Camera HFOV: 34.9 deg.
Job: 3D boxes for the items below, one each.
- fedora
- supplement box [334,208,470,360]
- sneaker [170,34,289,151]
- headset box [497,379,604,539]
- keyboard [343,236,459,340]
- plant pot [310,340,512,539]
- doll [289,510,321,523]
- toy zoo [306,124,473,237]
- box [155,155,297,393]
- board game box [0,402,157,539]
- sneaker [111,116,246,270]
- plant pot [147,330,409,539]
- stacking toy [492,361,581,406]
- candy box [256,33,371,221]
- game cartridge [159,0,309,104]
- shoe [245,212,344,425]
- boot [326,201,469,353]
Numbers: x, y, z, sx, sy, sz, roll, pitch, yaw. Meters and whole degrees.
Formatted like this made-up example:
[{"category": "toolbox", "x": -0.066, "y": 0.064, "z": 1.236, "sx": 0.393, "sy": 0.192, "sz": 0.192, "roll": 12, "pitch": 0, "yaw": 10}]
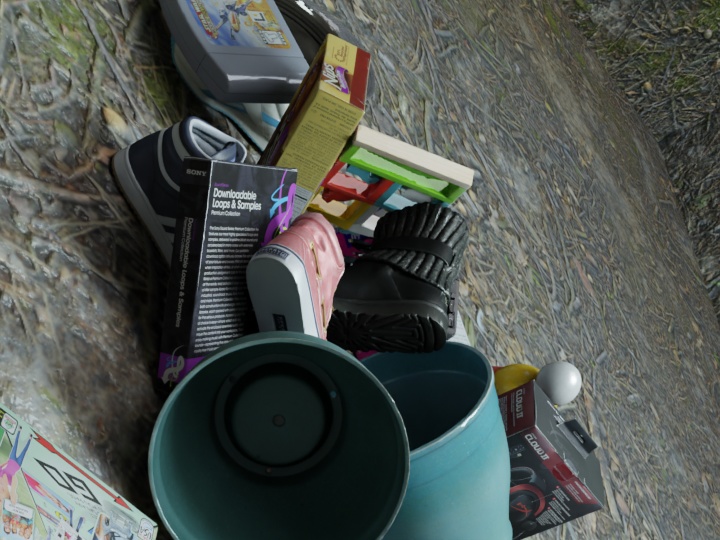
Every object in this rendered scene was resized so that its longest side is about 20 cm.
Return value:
[{"category": "fedora", "x": -0.085, "y": -0.255, "z": 1.389, "sx": 0.200, "sy": 0.090, "sz": 0.177, "roll": 22, "pitch": 42, "yaw": -39}, {"category": "supplement box", "x": 0.043, "y": 0.034, "z": 1.333, "sx": 0.103, "sy": 0.101, "sz": 0.201, "roll": 15, "pitch": 52, "yaw": -58}, {"category": "sneaker", "x": -0.126, "y": -0.210, "z": 1.275, "sx": 0.200, "sy": 0.081, "sz": 0.077, "roll": 36, "pitch": 35, "yaw": -34}, {"category": "headset box", "x": 0.162, "y": 0.219, "z": 1.258, "sx": 0.149, "sy": 0.200, "sz": 0.075, "roll": 48, "pitch": 28, "yaw": -26}, {"category": "keyboard", "x": 0.016, "y": 0.007, "z": 1.235, "sx": 0.199, "sy": 0.040, "sz": 0.104, "roll": 12, "pitch": 62, "yaw": -15}, {"category": "plant pot", "x": 0.058, "y": 0.201, "z": 1.103, "sx": 0.200, "sy": 0.199, "sz": 0.189, "roll": -67, "pitch": 140, "yaw": -60}, {"category": "doll", "x": -0.034, "y": 0.308, "z": 0.963, "sx": 0.136, "sy": 0.048, "sz": 0.201, "roll": 40, "pitch": 38, "yaw": -58}, {"category": "toy zoo", "x": 0.017, "y": -0.079, "z": 1.209, "sx": 0.131, "sy": 0.200, "sz": 0.021, "roll": 20, "pitch": 63, "yaw": -16}, {"category": "box", "x": -0.116, "y": 0.003, "z": 1.011, "sx": 0.143, "sy": 0.036, "sz": 0.201, "roll": -1, "pitch": 102, "yaw": -63}, {"category": "board game box", "x": -0.222, "y": 0.175, "z": 0.757, "sx": 0.200, "sy": 0.029, "sz": 0.135, "roll": 47, "pitch": 28, "yaw": -30}, {"category": "sneaker", "x": -0.134, "y": -0.047, "z": 1.059, "sx": 0.200, "sy": 0.108, "sz": 0.070, "roll": 57, "pitch": 25, "yaw": -12}, {"category": "plant pot", "x": -0.067, "y": 0.137, "z": 0.936, "sx": 0.201, "sy": 0.200, "sz": 0.134, "roll": 57, "pitch": 1, "yaw": -11}, {"category": "stacking toy", "x": 0.175, "y": 0.155, "z": 1.322, "sx": 0.146, "sy": 0.200, "sz": 0.147, "roll": 18, "pitch": 55, "yaw": -29}, {"category": "candy box", "x": -0.059, "y": -0.130, "z": 1.184, "sx": 0.056, "sy": 0.200, "sz": 0.117, "roll": 25, "pitch": 37, "yaw": -15}, {"category": "game cartridge", "x": -0.141, "y": -0.263, "z": 1.233, "sx": 0.133, "sy": 0.042, "sz": 0.200, "roll": -3, "pitch": 56, "yaw": -42}, {"category": "shoe", "x": -0.050, "y": 0.049, "z": 1.040, "sx": 0.091, "sy": 0.071, "sz": 0.201, "roll": -49, "pitch": 142, "yaw": -49}, {"category": "boot", "x": 0.001, "y": 0.002, "z": 1.162, "sx": 0.080, "sy": 0.210, "sz": 0.158, "roll": 90, "pitch": 9, "yaw": -50}]
